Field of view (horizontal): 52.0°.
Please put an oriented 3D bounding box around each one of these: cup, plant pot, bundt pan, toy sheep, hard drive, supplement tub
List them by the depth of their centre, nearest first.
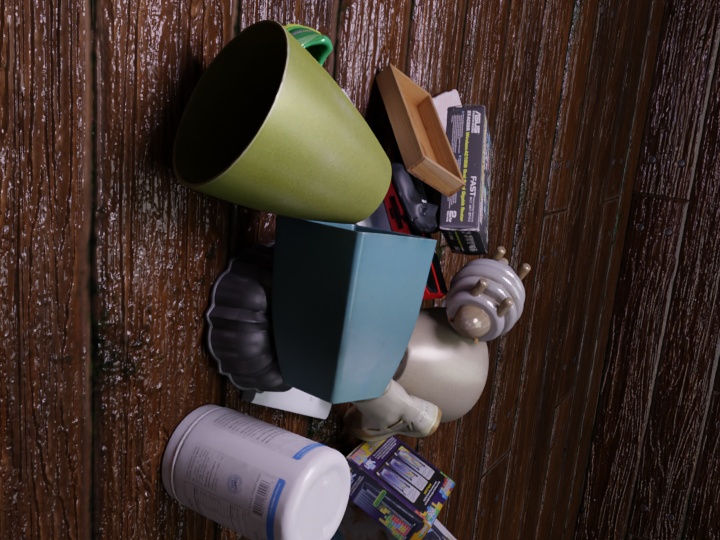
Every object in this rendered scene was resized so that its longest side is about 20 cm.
[{"bbox_3d":[-0.067,-0.132,0.800,0.200,0.187,0.188,28,77,-39],"label":"plant pot"},{"bbox_3d":[-0.020,0.047,0.880,0.141,0.141,0.201,3,99,-48],"label":"plant pot"},{"bbox_3d":[-0.125,0.251,0.891,0.132,0.199,0.133,-28,125,-51],"label":"supplement tub"},{"bbox_3d":[-0.097,0.064,0.949,0.201,0.075,0.203,-8,101,-48],"label":"bundt pan"},{"bbox_3d":[-0.088,0.140,1.078,0.200,0.027,0.133,32,73,-58],"label":"hard drive"},{"bbox_3d":[0.207,0.040,1.199,0.200,0.137,0.138,-46,138,-43],"label":"toy sheep"},{"bbox_3d":[0.093,0.152,1.247,0.143,0.200,0.201,14,90,-41],"label":"cup"}]

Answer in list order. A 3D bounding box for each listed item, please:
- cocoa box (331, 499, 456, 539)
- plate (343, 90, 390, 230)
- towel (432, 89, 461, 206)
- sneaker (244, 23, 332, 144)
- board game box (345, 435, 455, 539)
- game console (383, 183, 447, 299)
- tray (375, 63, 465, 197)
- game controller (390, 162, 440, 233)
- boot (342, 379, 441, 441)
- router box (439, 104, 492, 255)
[{"bbox_3d":[0.051,0.454,1.228,0.134,0.200,0.131,-55,150,11],"label":"cocoa box"},{"bbox_3d":[0.002,-0.123,1.062,0.200,0.032,0.201,47,35,-54],"label":"plate"},{"bbox_3d":[0.139,-0.200,1.262,0.200,0.032,0.192,-33,108,-50],"label":"towel"},{"bbox_3d":[-0.091,-0.205,0.885,0.074,0.083,0.201,30,76,-58],"label":"sneaker"},{"bbox_3d":[0.058,0.348,1.205,0.057,0.165,0.200,-58,166,12],"label":"board game box"},{"bbox_3d":[0.083,-0.053,1.143,0.177,0.031,0.201,8,67,-74],"label":"game console"},{"bbox_3d":[0.086,-0.207,1.085,0.098,0.037,0.201,25,40,-41],"label":"tray"},{"bbox_3d":[0.082,-0.106,1.089,0.105,0.042,0.200,59,14,6],"label":"game controller"},{"bbox_3d":[0.008,0.204,1.154,0.155,0.199,0.072,39,57,-29],"label":"boot"},{"bbox_3d":[0.170,-0.138,1.167,0.150,0.062,0.201,45,48,-71],"label":"router box"}]
